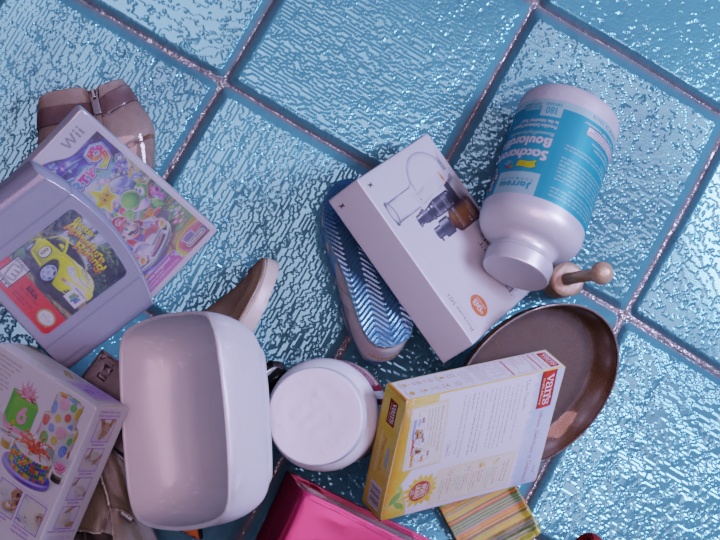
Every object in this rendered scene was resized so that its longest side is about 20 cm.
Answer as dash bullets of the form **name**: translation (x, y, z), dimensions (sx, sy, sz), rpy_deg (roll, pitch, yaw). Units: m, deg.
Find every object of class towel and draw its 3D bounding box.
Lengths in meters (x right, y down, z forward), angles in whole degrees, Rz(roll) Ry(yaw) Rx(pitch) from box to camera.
- **towel**: translation (0.108, 0.209, 1.671), dimensions (0.086, 0.018, 0.201), rpy_deg (-29, 90, -8)

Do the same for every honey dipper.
- **honey dipper**: translation (0.223, 0.006, 1.603), dimensions (0.038, 0.200, 0.038), rpy_deg (0, 87, -7)

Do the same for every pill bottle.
- **pill bottle**: translation (-0.033, 0.141, 1.561), dimensions (0.109, 0.200, 0.110), rpy_deg (0, 86, 6)
- **pill bottle**: translation (0.188, -0.083, 1.627), dimensions (0.110, 0.111, 0.201), rpy_deg (23, 67, -4)

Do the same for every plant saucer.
- **plant saucer**: translation (0.174, 0.115, 1.631), dimensions (0.199, 0.032, 0.201), rpy_deg (-15, 125, -22)

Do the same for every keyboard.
- **keyboard**: translation (-0.186, 0.147, 1.578), dimensions (0.200, 0.021, 0.127), rpy_deg (36, 87, 4)

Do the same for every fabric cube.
- **fabric cube**: translation (-0.024, 0.335, 1.557), dimensions (0.195, 0.200, 0.200), rpy_deg (27, 85, -5)

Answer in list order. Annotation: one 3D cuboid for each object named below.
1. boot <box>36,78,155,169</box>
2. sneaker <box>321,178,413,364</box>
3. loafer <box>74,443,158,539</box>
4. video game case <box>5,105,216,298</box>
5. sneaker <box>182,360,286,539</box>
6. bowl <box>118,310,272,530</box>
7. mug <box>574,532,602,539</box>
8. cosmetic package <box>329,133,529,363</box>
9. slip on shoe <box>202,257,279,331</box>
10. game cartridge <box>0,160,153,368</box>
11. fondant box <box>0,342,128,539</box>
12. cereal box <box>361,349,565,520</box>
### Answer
- **boot**: translation (-0.305, -0.110, 1.627), dimensions (0.199, 0.070, 0.147), rpy_deg (-16, 82, -8)
- **sneaker**: translation (0.000, 0.000, 1.644), dimensions (0.076, 0.081, 0.201), rpy_deg (-6, 67, -13)
- **loafer**: translation (-0.262, 0.238, 1.591), dimensions (0.069, 0.075, 0.201), rpy_deg (-27, 89, -42)
- **video game case**: translation (-0.259, -0.051, 1.587), dimensions (0.143, 0.018, 0.200), rpy_deg (-45, 123, 3)
- **sneaker**: translation (-0.131, 0.184, 1.626), dimensions (0.090, 0.070, 0.200), rpy_deg (43, 87, -9)
- **bowl**: translation (-0.150, 0.140, 1.491), dimensions (0.074, 0.199, 0.201), rpy_deg (0, 82, -37)
- **mug**: translation (0.178, 0.344, 1.578), dimensions (0.133, 0.200, 0.179), rpy_deg (12, 86, -5)
- **cosmetic package**: translation (0.076, -0.026, 1.621), dimensions (0.200, 0.052, 0.151), rpy_deg (54, 41, -1)
- **slip on shoe**: translation (-0.154, 0.067, 1.626), dimensions (0.060, 0.076, 0.201), rpy_deg (32, 91, -10)
- **game cartridge**: translation (-0.298, -0.006, 1.560), dimensions (0.133, 0.041, 0.200), rpy_deg (-40, 124, -3)
- **fondant box**: translation (-0.329, 0.192, 1.553), dimensions (0.144, 0.058, 0.201), rpy_deg (27, 98, 29)
- **cereal box**: translation (0.103, 0.161, 1.563), dimensions (0.199, 0.040, 0.145), rpy_deg (-9, 123, -34)
